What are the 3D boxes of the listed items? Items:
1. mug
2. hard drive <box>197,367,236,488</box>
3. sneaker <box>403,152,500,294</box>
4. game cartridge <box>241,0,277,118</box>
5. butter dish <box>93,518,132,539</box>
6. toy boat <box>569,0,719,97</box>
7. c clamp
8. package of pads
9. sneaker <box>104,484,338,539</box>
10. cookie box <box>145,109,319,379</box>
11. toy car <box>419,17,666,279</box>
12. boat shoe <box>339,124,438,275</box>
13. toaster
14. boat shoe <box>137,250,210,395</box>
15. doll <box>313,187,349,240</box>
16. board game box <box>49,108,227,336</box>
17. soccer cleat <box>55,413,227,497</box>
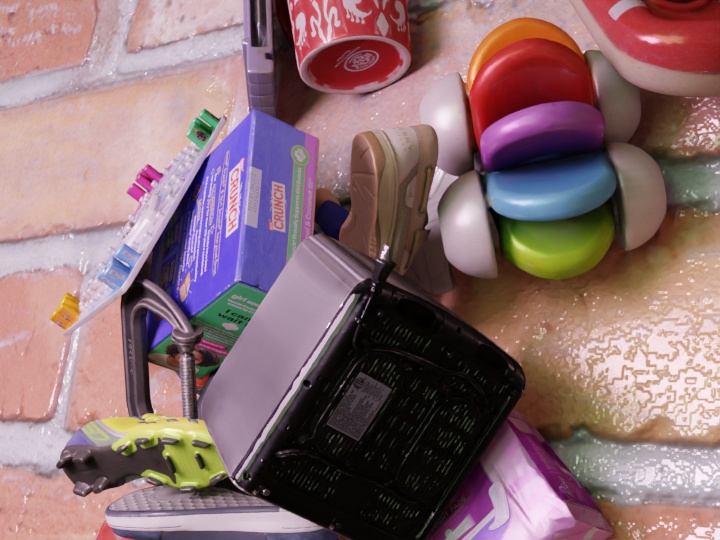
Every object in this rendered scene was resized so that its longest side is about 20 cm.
[{"bbox_3d":[-0.015,-0.274,1.242,0.131,0.178,0.203,-5,69,-5],"label":"mug"},{"bbox_3d":[-0.088,0.116,1.171,0.138,0.033,0.202,13,73,42],"label":"hard drive"},{"bbox_3d":[0.097,-0.067,1.092,0.092,0.076,0.201,35,86,12],"label":"sneaker"},{"bbox_3d":[-0.103,-0.249,1.290,0.038,0.130,0.203,-1,65,-7],"label":"game cartridge"},{"bbox_3d":[-0.191,0.289,1.136,0.198,0.147,0.202,18,85,42],"label":"butter dish"},{"bbox_3d":[0.238,-0.228,0.961,0.132,0.129,0.201,106,148,-48],"label":"toy boat"},{"bbox_3d":[-0.161,0.110,1.124,0.170,0.027,0.203,19,119,49],"label":"c clamp"},{"bbox_3d":[0.082,0.214,0.980,0.200,0.075,0.121,-48,49,15],"label":"package of pads"},{"bbox_3d":[-0.111,0.251,1.045,0.199,0.077,0.149,0,102,16],"label":"sneaker"},{"bbox_3d":[-0.120,-0.018,1.159,0.200,0.074,0.173,-34,44,50],"label":"cookie box"},{"bbox_3d":[0.136,-0.098,0.972,0.172,0.150,0.203,-10,66,3],"label":"toy car"},{"bbox_3d":[0.026,-0.032,1.005,0.201,0.064,0.073,94,154,-47],"label":"boat shoe"},{"bbox_3d":[0.005,0.086,0.934,0.201,0.180,0.119,-57,34,5],"label":"toaster"},{"bbox_3d":[-0.186,0.048,1.282,0.071,0.062,0.201,-45,52,15],"label":"boat shoe"},{"bbox_3d":[0.000,0.000,1.136,0.135,0.049,0.200,-30,46,-10],"label":"doll"},{"bbox_3d":[-0.216,-0.045,1.224,0.199,0.026,0.202,-29,31,58],"label":"board game box"},{"bbox_3d":[-0.170,0.142,1.071,0.198,0.065,0.084,-11,26,36],"label":"soccer cleat"}]
